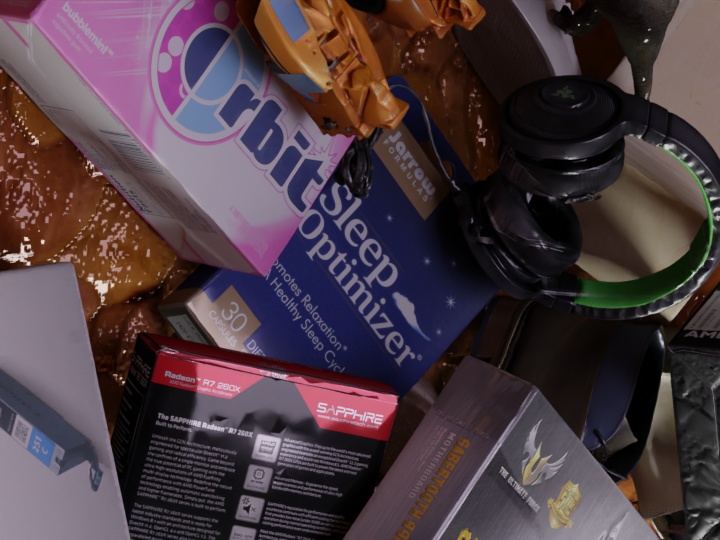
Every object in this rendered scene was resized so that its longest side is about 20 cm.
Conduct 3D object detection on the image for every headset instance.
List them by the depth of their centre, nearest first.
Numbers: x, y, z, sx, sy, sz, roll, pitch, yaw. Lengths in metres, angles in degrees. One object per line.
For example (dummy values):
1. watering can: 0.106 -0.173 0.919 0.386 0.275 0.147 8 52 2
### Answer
1. headset: 0.087 -0.036 1.234 0.094 0.200 0.124 -74 -173 -53

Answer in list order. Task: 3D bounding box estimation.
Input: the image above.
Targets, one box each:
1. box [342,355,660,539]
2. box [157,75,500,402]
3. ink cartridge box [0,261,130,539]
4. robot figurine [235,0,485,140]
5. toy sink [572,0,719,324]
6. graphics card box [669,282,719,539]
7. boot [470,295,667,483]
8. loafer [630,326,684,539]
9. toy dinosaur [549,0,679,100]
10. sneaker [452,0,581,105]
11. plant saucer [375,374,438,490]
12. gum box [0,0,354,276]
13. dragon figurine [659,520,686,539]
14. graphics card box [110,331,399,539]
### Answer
1. box: 0.065 0.158 1.220 0.159 0.048 0.200 -55 141 -12
2. box: 0.000 0.000 1.254 0.200 0.032 0.121 -48 111 -31
3. ink cartridge box: -0.184 0.106 1.068 0.176 0.045 0.200 -10 87 -44
4. robot figurine: -0.023 -0.165 1.106 0.145 0.058 0.200 -53 130 -27
5. toy sink: 0.199 -0.090 1.361 0.200 0.112 0.130 -53 175 -25
6. graphics card box: 0.229 0.058 1.360 0.200 0.051 0.126 -44 131 -55
7. boot: 0.100 0.100 1.312 0.075 0.097 0.200 58 40 -52
8. loafer: 0.189 0.105 1.429 0.200 0.076 0.068 57 26 -47
9. toy dinosaur: 0.122 -0.165 1.226 0.077 0.102 0.200 -7 94 -36
10. sneaker: 0.096 -0.177 1.309 0.116 0.074 0.200 -43 124 -27
11. plant saucer: -0.010 0.133 1.296 0.200 0.034 0.201 -10 104 -43
12. gum box: -0.083 -0.097 1.150 0.114 0.066 0.200 -57 131 -19
13. dragon figurine: 0.173 0.200 1.406 0.059 0.200 0.100 -16 88 -62
14. graphics card box: -0.068 0.138 1.178 0.125 0.051 0.200 12 96 -20
